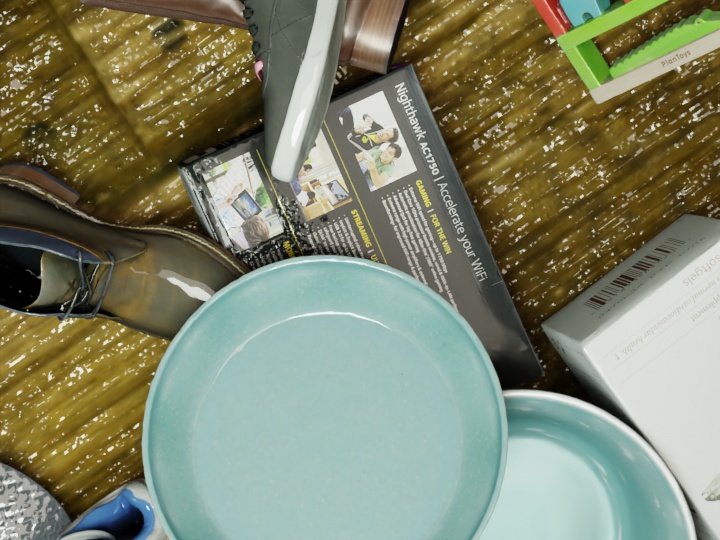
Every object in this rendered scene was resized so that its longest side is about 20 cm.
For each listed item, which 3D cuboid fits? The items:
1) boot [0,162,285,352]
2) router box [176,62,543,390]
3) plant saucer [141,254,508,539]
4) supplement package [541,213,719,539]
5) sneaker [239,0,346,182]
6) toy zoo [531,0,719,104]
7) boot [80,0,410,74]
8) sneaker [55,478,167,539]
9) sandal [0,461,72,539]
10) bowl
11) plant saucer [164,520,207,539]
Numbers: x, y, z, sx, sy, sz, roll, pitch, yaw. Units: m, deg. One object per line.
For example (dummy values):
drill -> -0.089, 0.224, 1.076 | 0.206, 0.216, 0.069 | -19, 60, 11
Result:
boot -> -0.144, 0.013, 1.359 | 0.199, 0.097, 0.075 | 23, 118, 8
router box -> 0.000, 0.000, 1.420 | 0.148, 0.051, 0.201 | -24, 97, -6
plant saucer -> -0.019, 0.094, 1.328 | 0.198, 0.036, 0.202 | -1, 77, 3
supplement package -> 0.215, 0.083, 1.419 | 0.117, 0.117, 0.201 | -37, 98, -4
sneaker -> -0.058, -0.151, 1.331 | 0.098, 0.071, 0.202 | 8, 84, 2
toy zoo -> 0.134, -0.203, 1.385 | 0.131, 0.020, 0.201 | -24, 105, 40
boot -> -0.057, -0.220, 1.395 | 0.198, 0.064, 0.188 | 15, 77, 3
sneaker -> -0.155, 0.208, 1.373 | 0.200, 0.080, 0.147 | -50, 137, -8
sandal -> -0.244, 0.131, 1.412 | 0.199, 0.043, 0.076 | 34, 81, -4
bowl -> 0.093, 0.159, 1.409 | 0.199, 0.105, 0.203 | 0, 98, 3
plant saucer -> -0.120, 0.270, 1.355 | 0.200, 0.037, 0.201 | -43, 138, -19
